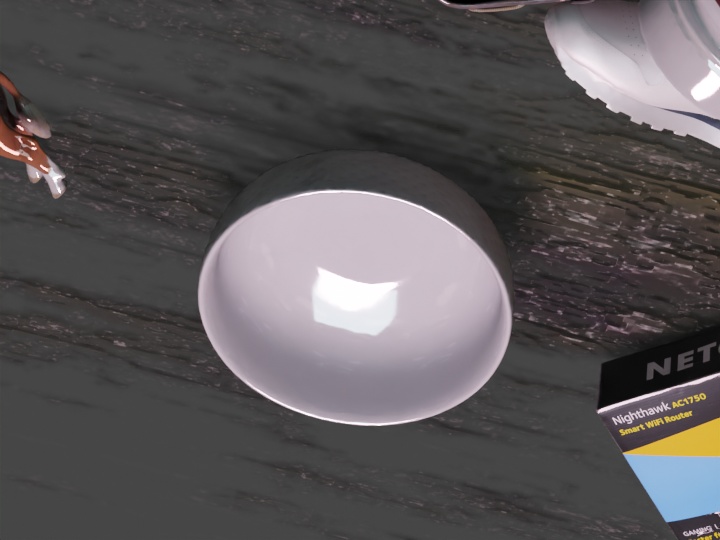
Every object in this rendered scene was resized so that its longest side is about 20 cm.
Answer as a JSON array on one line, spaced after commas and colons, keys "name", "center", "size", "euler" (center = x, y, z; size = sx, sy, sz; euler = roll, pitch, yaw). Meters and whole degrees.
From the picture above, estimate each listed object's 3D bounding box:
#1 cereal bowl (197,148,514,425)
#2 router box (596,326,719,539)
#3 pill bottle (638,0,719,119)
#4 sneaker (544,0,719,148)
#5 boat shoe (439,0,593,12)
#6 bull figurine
[{"name": "cereal bowl", "center": [0.000, 0.000, 1.426], "size": [0.199, 0.084, 0.201], "euler": [4, 132, 4]}, {"name": "router box", "center": [0.275, 0.098, 1.495], "size": [0.199, 0.051, 0.149], "euler": [-20, 124, 24]}, {"name": "pill bottle", "center": [0.238, -0.166, 1.151], "size": [0.114, 0.115, 0.200], "euler": [29, 137, -18]}, {"name": "sneaker", "center": [0.198, -0.121, 1.294], "size": [0.199, 0.077, 0.081], "euler": [17, 135, -22]}, {"name": "boat shoe", "center": [0.129, -0.178, 1.249], "size": [0.199, 0.073, 0.075], "euler": [-12, 130, 19]}, {"name": "bull figurine", "center": [-0.275, -0.059, 1.428], "size": [0.121, 0.065, 0.200], "euler": [36, 130, -28]}]
